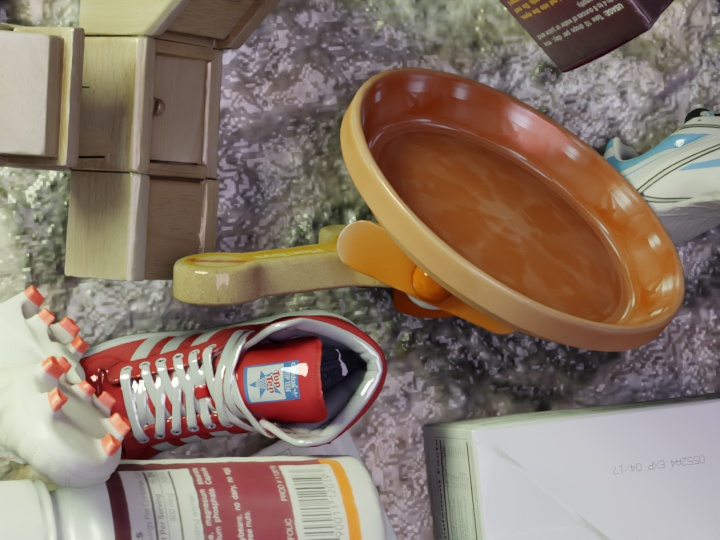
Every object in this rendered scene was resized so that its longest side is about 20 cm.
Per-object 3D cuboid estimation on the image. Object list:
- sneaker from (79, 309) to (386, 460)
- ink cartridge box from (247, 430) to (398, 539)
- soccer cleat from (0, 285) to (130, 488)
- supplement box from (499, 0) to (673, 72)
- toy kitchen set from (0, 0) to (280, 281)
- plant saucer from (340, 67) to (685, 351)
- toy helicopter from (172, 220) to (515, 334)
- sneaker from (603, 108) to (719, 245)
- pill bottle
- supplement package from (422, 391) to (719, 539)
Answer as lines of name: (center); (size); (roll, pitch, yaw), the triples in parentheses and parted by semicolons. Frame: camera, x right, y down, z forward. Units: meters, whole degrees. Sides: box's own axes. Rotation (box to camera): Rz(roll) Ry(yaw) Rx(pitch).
sneaker: (-0.082, 0.065, 1.286); (0.199, 0.112, 0.072); (-16, 96, -12)
ink cartridge box: (-0.071, 0.189, 1.334); (0.199, 0.047, 0.161); (-27, 98, -17)
soccer cleat: (-0.166, 0.073, 1.226); (0.078, 0.200, 0.069); (-46, 113, 3)
supplement box: (0.085, -0.212, 1.186); (0.200, 0.086, 0.110); (48, 62, -11)
toy kitchen set: (-0.080, -0.092, 1.214); (0.163, 0.180, 0.201); (1, 93, -57)
plant saucer: (0.076, -0.029, 1.264); (0.200, 0.201, 0.032); (27, 121, -13)
toy helicopter: (0.000, 0.000, 1.275); (0.199, 0.132, 0.079); (-7, 107, -25)
sneaker: (0.214, -0.061, 1.326); (0.072, 0.199, 0.073); (16, 67, -53)
pill bottle: (-0.095, 0.153, 1.242); (0.199, 0.114, 0.115); (0, 92, -17)
supplement package: (0.149, 0.151, 1.343); (0.199, 0.111, 0.157); (-6, 89, -13)
